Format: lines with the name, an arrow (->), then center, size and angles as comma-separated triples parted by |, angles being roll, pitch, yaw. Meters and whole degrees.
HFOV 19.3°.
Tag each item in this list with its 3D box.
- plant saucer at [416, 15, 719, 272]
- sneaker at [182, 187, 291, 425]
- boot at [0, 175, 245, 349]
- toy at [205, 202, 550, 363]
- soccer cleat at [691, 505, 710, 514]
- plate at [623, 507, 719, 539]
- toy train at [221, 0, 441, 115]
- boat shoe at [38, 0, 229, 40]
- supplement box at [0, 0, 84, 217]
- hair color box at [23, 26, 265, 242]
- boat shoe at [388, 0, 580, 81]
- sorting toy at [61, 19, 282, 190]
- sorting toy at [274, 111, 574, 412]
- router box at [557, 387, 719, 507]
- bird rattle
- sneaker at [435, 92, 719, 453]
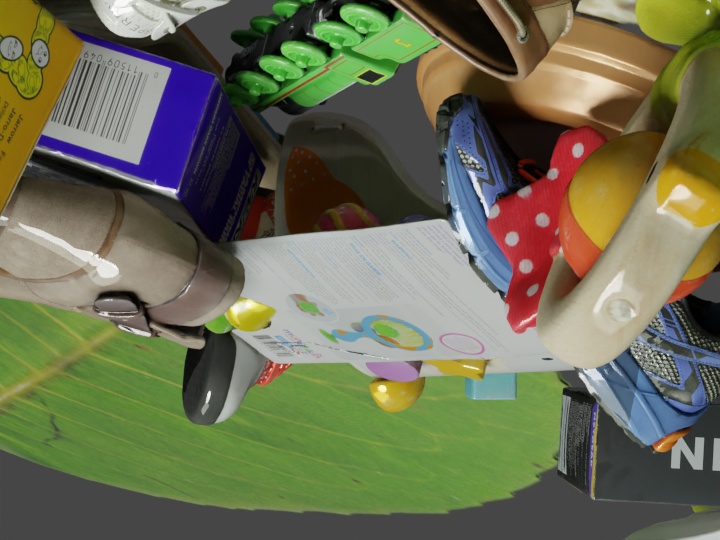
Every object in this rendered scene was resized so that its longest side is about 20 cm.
plant saucer -> 0.114, -0.052, 0.980 | 0.199, 0.038, 0.200 | 23, 163, 7
sneaker -> -0.035, 0.026, 1.199 | 0.107, 0.202, 0.067 | 22, 123, -11
boot -> -0.140, -0.002, 1.034 | 0.145, 0.071, 0.200 | 22, 170, -15
toy -> 0.000, 0.000, 1.043 | 0.199, 0.048, 0.115 | -9, 143, 39
soccer cleat -> 0.269, 0.125, 1.265 | 0.084, 0.065, 0.199 | 45, 154, -26
plate -> 0.275, 0.173, 1.229 | 0.199, 0.033, 0.199 | 20, 162, -13
toy train -> -0.012, -0.106, 0.987 | 0.056, 0.042, 0.200 | 19, 166, -20
boat shoe -> -0.092, -0.135, 0.954 | 0.199, 0.070, 0.071 | 3, 152, 48
supplement box -> -0.228, -0.106, 0.873 | 0.108, 0.110, 0.200 | 13, 160, 37
hair color box -> -0.117, -0.061, 1.060 | 0.108, 0.065, 0.200 | 18, 174, 7
boat shoe -> 0.003, -0.141, 0.802 | 0.199, 0.072, 0.076 | 29, 162, -16
sorting toy -> -0.131, -0.105, 1.167 | 0.184, 0.037, 0.200 | 14, 165, 31
sorting toy -> 0.065, 0.014, 1.124 | 0.179, 0.107, 0.200 | 6, 155, 43
router box -> 0.208, 0.093, 1.087 | 0.198, 0.053, 0.157 | 3, 178, 0
bird rattle -> 0.103, -0.033, 0.804 | 0.112, 0.163, 0.200 | 38, 128, -8
sneaker -> 0.105, -0.010, 0.952 | 0.200, 0.078, 0.076 | 45, -161, -24
